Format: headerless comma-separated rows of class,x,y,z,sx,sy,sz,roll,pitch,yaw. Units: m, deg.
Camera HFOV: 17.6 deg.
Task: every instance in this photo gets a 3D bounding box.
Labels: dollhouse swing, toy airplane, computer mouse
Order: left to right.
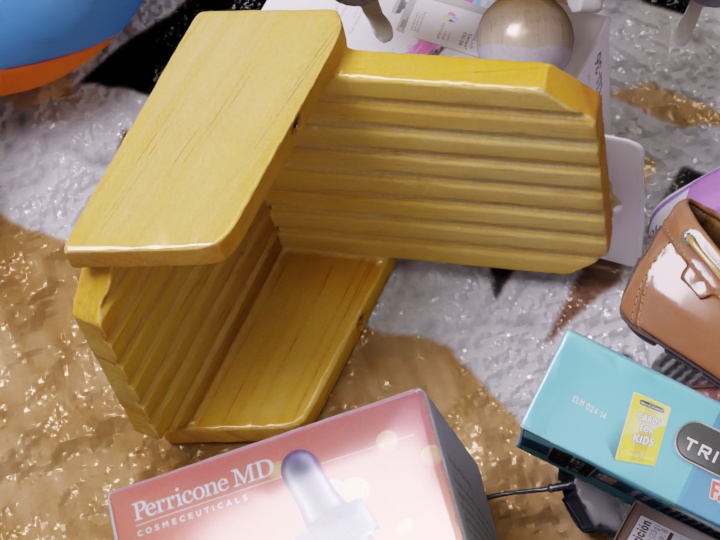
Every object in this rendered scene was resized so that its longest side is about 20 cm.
dollhouse swing,0.000,0.000,1.055,0.175,0.200,0.182,20,66,18
toy airplane,0.081,-0.143,1.023,0.200,0.142,0.199,19,28,32
computer mouse,0.086,0.105,1.086,0.199,0.034,0.059,-10,78,9

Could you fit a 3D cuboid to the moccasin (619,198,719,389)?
moccasin,0.213,0.039,1.021,0.201,0.074,0.078,37,115,16

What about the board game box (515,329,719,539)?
board game box,0.165,0.094,0.978,0.200,0.151,0.047,26,85,6

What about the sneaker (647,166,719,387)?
sneaker,0.233,-0.012,1.101,0.200,0.073,0.115,-3,58,8

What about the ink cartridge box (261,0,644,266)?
ink cartridge box,0.057,-0.083,1.139,0.199,0.117,0.068,21,64,17

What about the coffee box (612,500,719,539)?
coffee box,0.188,0.188,0.974,0.200,0.114,0.080,24,69,21

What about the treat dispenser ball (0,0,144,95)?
treat dispenser ball,-0.197,-0.189,1.188,0.200,0.201,0.201,-4,61,7

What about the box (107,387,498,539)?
box,-0.007,0.177,0.999,0.152,0.106,0.201,-20,63,8
